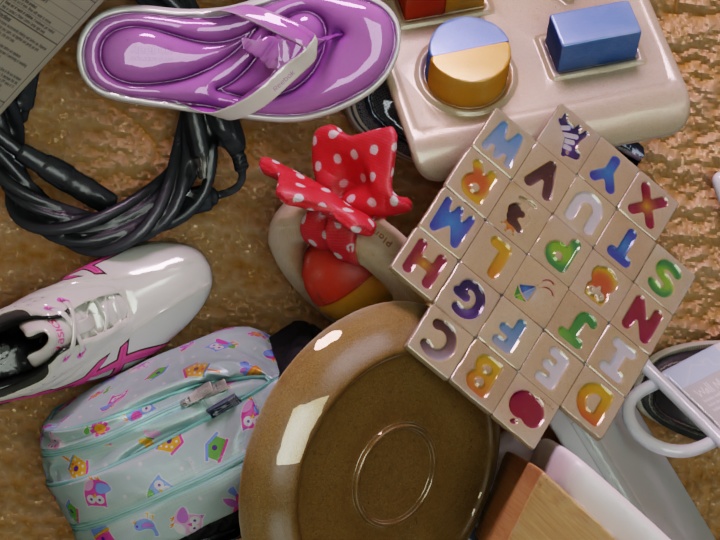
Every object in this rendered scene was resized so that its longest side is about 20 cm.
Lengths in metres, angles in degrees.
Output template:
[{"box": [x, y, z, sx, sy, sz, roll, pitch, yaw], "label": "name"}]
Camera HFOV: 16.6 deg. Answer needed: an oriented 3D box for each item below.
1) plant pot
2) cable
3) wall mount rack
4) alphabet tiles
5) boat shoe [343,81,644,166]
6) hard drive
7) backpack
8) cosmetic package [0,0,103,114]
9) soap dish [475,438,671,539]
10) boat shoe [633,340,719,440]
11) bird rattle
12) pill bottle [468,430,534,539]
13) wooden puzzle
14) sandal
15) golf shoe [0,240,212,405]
[{"box": [0.014, 0.119, 1.463, 0.199, 0.027, 0.202, -16, 115, -37], "label": "plant pot"}, {"box": [-0.168, -0.114, 1.558, 0.162, 0.051, 0.201, -22, 95, -2], "label": "cable"}, {"box": [0.241, 0.034, 1.610, 0.199, 0.075, 0.174, -23, 55, -32], "label": "wall mount rack"}, {"box": [0.112, 0.001, 1.482, 0.166, 0.006, 0.201, 40, 62, -10], "label": "alphabet tiles"}, {"box": [0.091, -0.091, 1.587, 0.199, 0.093, 0.075, 14, 91, -13], "label": "boat shoe"}, {"box": [0.183, 0.145, 1.609, 0.026, 0.132, 0.201, -29, 101, 18], "label": "hard drive"}, {"box": [-0.098, 0.110, 1.543, 0.199, 0.167, 0.127, -24, 90, 1], "label": "backpack"}, {"box": [-0.233, -0.165, 1.479, 0.200, 0.103, 0.087, -46, 67, 4], "label": "cosmetic package"}, {"box": [0.158, 0.194, 1.475, 0.200, 0.157, 0.081, 43, 88, -4], "label": "soap dish"}, {"box": [0.283, 0.092, 1.659, 0.199, 0.068, 0.072, 12, 94, -11], "label": "boat shoe"}, {"box": [0.000, 0.000, 1.539, 0.200, 0.163, 0.113, 36, 65, -21], "label": "bird rattle"}, {"box": [0.062, 0.200, 1.591, 0.200, 0.120, 0.120, -44, 102, -5], "label": "pill bottle"}, {"box": [0.098, -0.166, 1.563, 0.184, 0.046, 0.201, -11, 63, -11], "label": "wooden puzzle"}, {"box": [-0.074, -0.128, 1.510, 0.201, 0.050, 0.083, -5, 98, 0], "label": "sandal"}, {"box": [-0.180, 0.041, 1.541, 0.199, 0.092, 0.073, -24, 98, -11], "label": "golf shoe"}]
